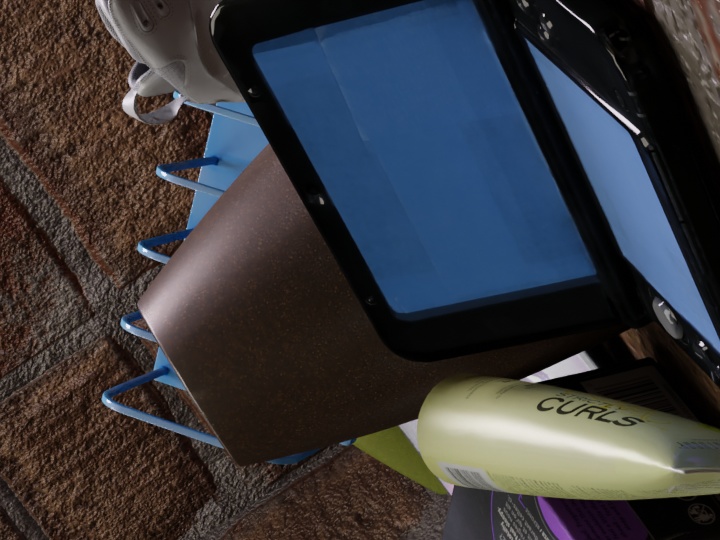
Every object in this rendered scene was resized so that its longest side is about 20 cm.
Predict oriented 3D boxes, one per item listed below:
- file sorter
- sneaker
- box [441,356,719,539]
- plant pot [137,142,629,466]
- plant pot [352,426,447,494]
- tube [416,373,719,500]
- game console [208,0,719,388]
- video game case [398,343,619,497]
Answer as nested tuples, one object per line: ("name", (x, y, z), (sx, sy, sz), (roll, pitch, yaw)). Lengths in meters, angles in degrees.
("file sorter", (-0.059, -0.002, 1.241), (0.138, 0.202, 0.123), (17, -169, 14))
("sneaker", (-0.063, -0.157, 0.897), (0.075, 0.114, 0.202), (-131, 30, -60))
("box", (0.108, 0.161, 1.013), (0.123, 0.105, 0.201), (56, 146, 42))
("plant pot", (0.000, 0.000, 0.995), (0.188, 0.199, 0.187), (57, 176, 6))
("plant pot", (0.022, 0.046, 1.399), (0.200, 0.187, 0.187), (49, 177, -2))
("tube", (0.098, 0.072, 0.852), (0.052, 0.058, 0.199), (56, 156, -20))
("game console", (0.054, -0.019, 0.779), (0.201, 0.116, 0.176), (60, 176, -36))
("video game case", (0.080, 0.071, 1.124), (0.200, 0.019, 0.143), (52, 132, 14))
